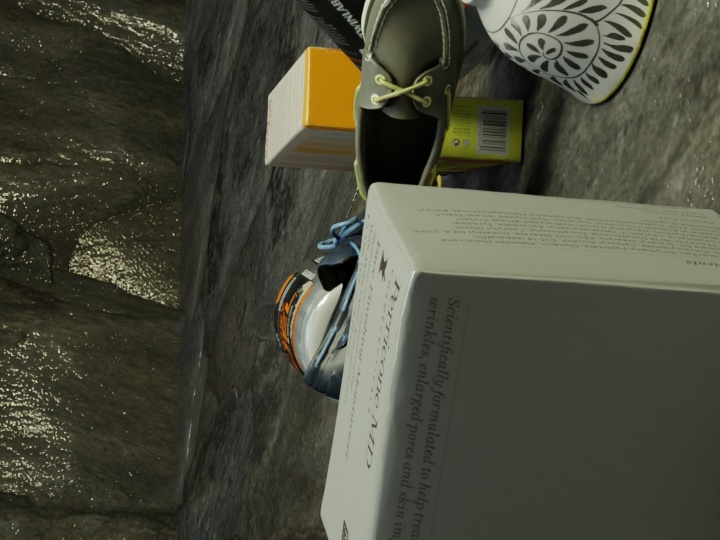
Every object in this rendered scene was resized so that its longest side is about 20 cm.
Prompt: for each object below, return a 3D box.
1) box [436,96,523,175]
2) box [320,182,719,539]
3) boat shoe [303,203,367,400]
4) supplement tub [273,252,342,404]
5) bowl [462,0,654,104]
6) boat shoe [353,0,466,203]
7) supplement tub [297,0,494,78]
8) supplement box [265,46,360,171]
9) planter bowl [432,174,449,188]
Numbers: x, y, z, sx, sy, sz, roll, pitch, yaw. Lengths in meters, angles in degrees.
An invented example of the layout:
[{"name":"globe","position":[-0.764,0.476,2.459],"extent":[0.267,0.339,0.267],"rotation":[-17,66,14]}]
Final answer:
[{"name":"box","position":[0.064,-0.104,1.384],"extent":[0.200,0.075,0.050],"rotation":[178,94,-76]},{"name":"box","position":[0.095,0.073,0.901],"extent":[0.131,0.199,0.199],"rotation":[-116,33,-67]},{"name":"boat shoe","position":[0.000,0.000,1.311],"extent":[0.084,0.068,0.200],"rotation":[105,175,-56]},{"name":"supplement tub","position":[-0.009,0.049,1.553],"extent":[0.200,0.122,0.123],"rotation":[-155,70,-77]},{"name":"bowl","position":[0.116,-0.211,1.134],"extent":[0.201,0.094,0.201],"rotation":[-177,90,-78]},{"name":"boat shoe","position":[0.032,-0.120,1.202],"extent":[0.202,0.072,0.060],"rotation":[96,180,-46]},{"name":"supplement tub","position":[0.005,-0.225,1.236],"extent":[0.122,0.200,0.123],"rotation":[-25,43,26]},{"name":"supplement box","position":[-0.008,-0.143,1.596],"extent":[0.200,0.126,0.074],"rotation":[154,119,-75]},{"name":"planter bowl","position":[0.073,0.039,1.239],"extent":[0.200,0.083,0.201],"rotation":[-169,90,-88]}]
